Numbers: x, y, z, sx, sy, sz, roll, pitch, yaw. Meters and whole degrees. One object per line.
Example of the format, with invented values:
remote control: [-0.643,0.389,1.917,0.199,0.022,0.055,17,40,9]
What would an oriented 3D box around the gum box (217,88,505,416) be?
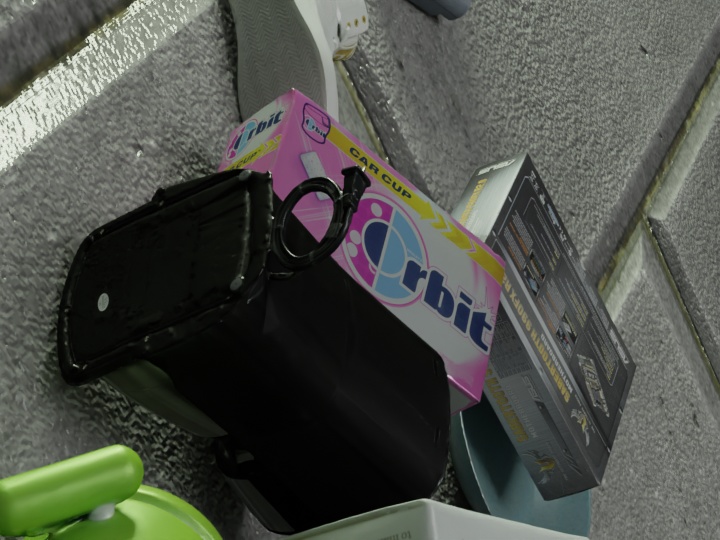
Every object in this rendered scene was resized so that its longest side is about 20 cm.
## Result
gum box: [0.000,0.000,1.261,0.200,0.066,0.114,38,46,-25]

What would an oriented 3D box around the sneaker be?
sneaker: [-0.029,-0.142,1.375,0.115,0.073,0.202,13,61,-55]

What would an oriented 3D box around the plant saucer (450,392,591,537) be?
plant saucer: [0.106,0.127,1.501,0.201,0.038,0.202,41,40,-46]

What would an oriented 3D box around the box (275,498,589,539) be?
box: [0.014,0.235,1.093,0.199,0.199,0.173,22,53,-57]

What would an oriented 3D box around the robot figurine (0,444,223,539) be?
robot figurine: [-0.118,0.172,0.953,0.200,0.115,0.177,-69,154,-71]

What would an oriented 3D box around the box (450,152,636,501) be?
box: [0.126,0.039,1.497,0.201,0.048,0.159,60,30,-20]

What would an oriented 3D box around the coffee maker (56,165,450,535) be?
coffee maker: [-0.034,0.051,1.120,0.200,0.191,0.135,43,59,-40]

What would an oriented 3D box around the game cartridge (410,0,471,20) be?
game cartridge: [0.033,-0.309,1.632,0.133,0.041,0.202,29,49,-58]
